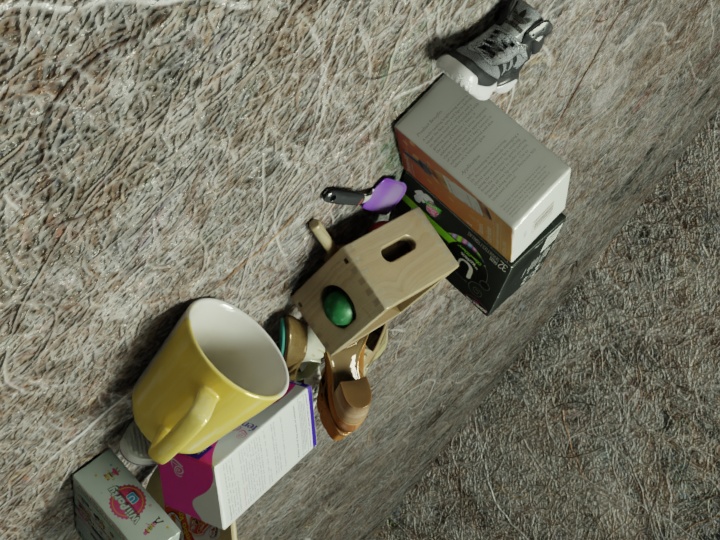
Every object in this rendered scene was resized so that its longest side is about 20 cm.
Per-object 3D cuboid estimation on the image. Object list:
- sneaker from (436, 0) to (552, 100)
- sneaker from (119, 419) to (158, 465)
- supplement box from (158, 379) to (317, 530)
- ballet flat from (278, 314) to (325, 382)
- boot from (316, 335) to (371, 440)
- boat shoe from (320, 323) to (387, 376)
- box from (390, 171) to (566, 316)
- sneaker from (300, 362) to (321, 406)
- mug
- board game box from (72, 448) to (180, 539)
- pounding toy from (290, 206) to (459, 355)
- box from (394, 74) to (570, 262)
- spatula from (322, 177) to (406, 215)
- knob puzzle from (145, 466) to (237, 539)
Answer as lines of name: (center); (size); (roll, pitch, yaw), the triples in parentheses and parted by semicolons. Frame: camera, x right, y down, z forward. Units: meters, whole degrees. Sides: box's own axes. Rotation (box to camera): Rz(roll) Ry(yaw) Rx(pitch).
sneaker: (0.163, -0.271, 1.389); (0.114, 0.075, 0.200); (-54, 168, 22)
sneaker: (-0.257, 0.233, 1.541); (0.114, 0.073, 0.200); (-52, 164, 29)
supplement box: (-0.155, 0.222, 1.486); (0.200, 0.101, 0.104); (-40, 135, -46)
ballet flat: (-0.090, 0.121, 1.668); (0.072, 0.068, 0.200); (5, 148, -10)
boot: (-0.030, 0.146, 1.738); (0.077, 0.200, 0.155); (-8, 156, -18)
boat shoe: (-0.014, 0.143, 1.932); (0.200, 0.071, 0.065); (-54, 162, -45)
box: (0.160, -0.068, 1.631); (0.124, 0.200, 0.149); (-40, 162, -26)
sneaker: (-0.082, 0.169, 1.822); (0.073, 0.071, 0.200); (-39, 162, -25)
mug: (-0.198, 0.136, 1.352); (0.153, 0.150, 0.186); (-43, 161, 22)
board game box: (-0.309, 0.342, 1.527); (0.064, 0.148, 0.200); (-36, 161, -29)
pounding toy: (0.000, 0.000, 1.562); (0.200, 0.142, 0.184); (-29, 171, -41)
box: (0.153, -0.129, 1.468); (0.106, 0.200, 0.152); (-46, 164, -6)
spatula: (0.004, -0.095, 1.495); (0.057, 0.021, 0.200); (-50, 163, 19)
knob puzzle: (-0.243, 0.337, 1.631); (0.030, 0.220, 0.220); (21, 114, -45)
